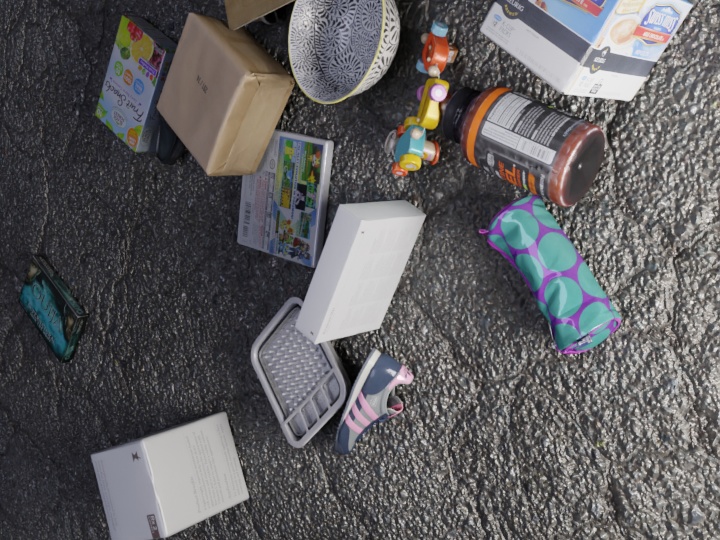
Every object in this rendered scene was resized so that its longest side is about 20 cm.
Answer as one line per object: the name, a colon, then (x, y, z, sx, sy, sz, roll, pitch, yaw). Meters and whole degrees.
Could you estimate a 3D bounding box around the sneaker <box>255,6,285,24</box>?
sneaker: (-0.166, -0.491, 1.388, 0.079, 0.073, 0.204, 11, 103, 39)

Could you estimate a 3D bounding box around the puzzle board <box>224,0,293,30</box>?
puzzle board: (-0.152, -0.461, 1.324, 0.198, 0.017, 0.154, -5, 97, 50)

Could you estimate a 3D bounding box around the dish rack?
dish rack: (-0.092, 0.162, 1.431, 0.172, 0.043, 0.202, -49, 59, 34)

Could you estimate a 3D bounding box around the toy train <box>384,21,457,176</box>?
toy train: (0.094, -0.227, 1.221, 0.151, 0.055, 0.202, -98, 25, -54)

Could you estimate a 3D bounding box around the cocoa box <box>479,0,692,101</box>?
cocoa box: (0.256, -0.284, 0.992, 0.133, 0.199, 0.132, 44, 120, 25)

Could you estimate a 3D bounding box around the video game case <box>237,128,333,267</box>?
video game case: (-0.125, -0.124, 1.442, 0.180, 0.022, 0.204, 17, 106, 36)

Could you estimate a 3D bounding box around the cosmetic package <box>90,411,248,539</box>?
cosmetic package: (-0.337, 0.366, 1.572, 0.163, 0.198, 0.168, -20, 84, 39)

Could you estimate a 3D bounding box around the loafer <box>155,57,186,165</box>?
loafer: (-0.329, -0.281, 1.553, 0.068, 0.070, 0.203, 36, 117, 31)

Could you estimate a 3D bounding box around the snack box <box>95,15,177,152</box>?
snack box: (-0.404, -0.339, 1.617, 0.142, 0.053, 0.202, 40, 120, 29)

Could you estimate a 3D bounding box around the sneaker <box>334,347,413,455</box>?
sneaker: (0.018, 0.216, 1.350, 0.081, 0.070, 0.202, 25, 124, 8)

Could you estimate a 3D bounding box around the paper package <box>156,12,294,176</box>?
paper package: (-0.222, -0.281, 1.426, 0.200, 0.102, 0.192, 49, 123, 33)

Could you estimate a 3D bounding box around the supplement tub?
supplement tub: (0.199, -0.165, 1.117, 0.199, 0.106, 0.109, 31, 115, 32)

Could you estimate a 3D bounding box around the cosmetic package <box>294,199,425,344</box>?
cosmetic package: (0.000, 0.000, 1.275, 0.051, 0.150, 0.203, 35, 116, 29)

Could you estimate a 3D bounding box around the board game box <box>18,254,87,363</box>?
board game box: (-0.665, 0.081, 1.908, 0.200, 0.028, 0.136, 45, 122, 25)

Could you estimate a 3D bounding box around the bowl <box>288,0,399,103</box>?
bowl: (-0.006, -0.335, 1.259, 0.199, 0.093, 0.205, 1, 91, 46)

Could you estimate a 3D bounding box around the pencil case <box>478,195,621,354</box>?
pencil case: (0.240, 0.007, 1.122, 0.092, 0.085, 0.202, -33, 73, 10)
